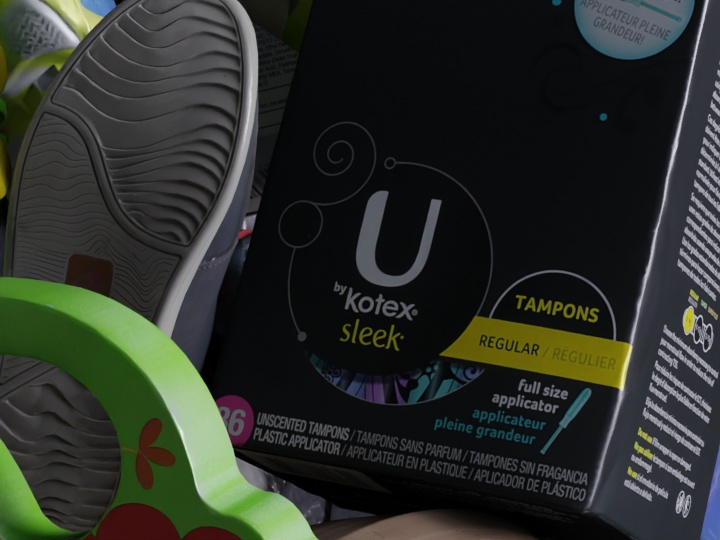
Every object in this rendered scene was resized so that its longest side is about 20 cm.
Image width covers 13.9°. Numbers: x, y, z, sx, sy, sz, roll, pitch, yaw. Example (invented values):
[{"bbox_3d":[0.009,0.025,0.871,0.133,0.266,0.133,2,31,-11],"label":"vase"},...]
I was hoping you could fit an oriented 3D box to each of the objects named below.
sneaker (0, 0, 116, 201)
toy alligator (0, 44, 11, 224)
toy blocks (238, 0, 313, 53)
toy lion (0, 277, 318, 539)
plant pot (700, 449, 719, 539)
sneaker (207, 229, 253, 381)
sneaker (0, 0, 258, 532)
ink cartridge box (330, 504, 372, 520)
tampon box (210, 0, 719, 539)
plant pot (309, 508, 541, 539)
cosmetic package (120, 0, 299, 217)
[{"bbox_3d":[-0.105,-0.087,1.099,0.200,0.076,0.105,58,29,-21],"label":"sneaker"},{"bbox_3d":[-0.142,-0.018,1.003,0.054,0.059,0.200,31,47,-51],"label":"toy alligator"},{"bbox_3d":[-0.053,-0.188,1.135,0.200,0.100,0.137,33,70,6],"label":"toy blocks"},{"bbox_3d":[-0.078,0.103,0.874,0.069,0.191,0.200,-23,112,-63],"label":"toy lion"},{"bbox_3d":[0.140,0.159,1.263,0.180,0.200,0.200,56,32,-14],"label":"plant pot"},{"bbox_3d":[0.000,0.000,1.211,0.079,0.095,0.200,66,28,-7],"label":"sneaker"},{"bbox_3d":[-0.079,-0.002,1.034,0.106,0.075,0.200,-1,109,-80],"label":"sneaker"},{"bbox_3d":[0.062,0.109,1.181,0.047,0.160,0.200,45,36,-37],"label":"ink cartridge box"},{"bbox_3d":[0.054,-0.010,1.060,0.126,0.150,0.200,35,65,-64],"label":"tampon box"},{"bbox_3d":[-0.017,0.158,1.039,0.093,0.201,0.201,38,2,42],"label":"plant pot"},{"bbox_3d":[-0.042,-0.129,1.199,0.071,0.105,0.200,50,31,-64],"label":"cosmetic package"}]
